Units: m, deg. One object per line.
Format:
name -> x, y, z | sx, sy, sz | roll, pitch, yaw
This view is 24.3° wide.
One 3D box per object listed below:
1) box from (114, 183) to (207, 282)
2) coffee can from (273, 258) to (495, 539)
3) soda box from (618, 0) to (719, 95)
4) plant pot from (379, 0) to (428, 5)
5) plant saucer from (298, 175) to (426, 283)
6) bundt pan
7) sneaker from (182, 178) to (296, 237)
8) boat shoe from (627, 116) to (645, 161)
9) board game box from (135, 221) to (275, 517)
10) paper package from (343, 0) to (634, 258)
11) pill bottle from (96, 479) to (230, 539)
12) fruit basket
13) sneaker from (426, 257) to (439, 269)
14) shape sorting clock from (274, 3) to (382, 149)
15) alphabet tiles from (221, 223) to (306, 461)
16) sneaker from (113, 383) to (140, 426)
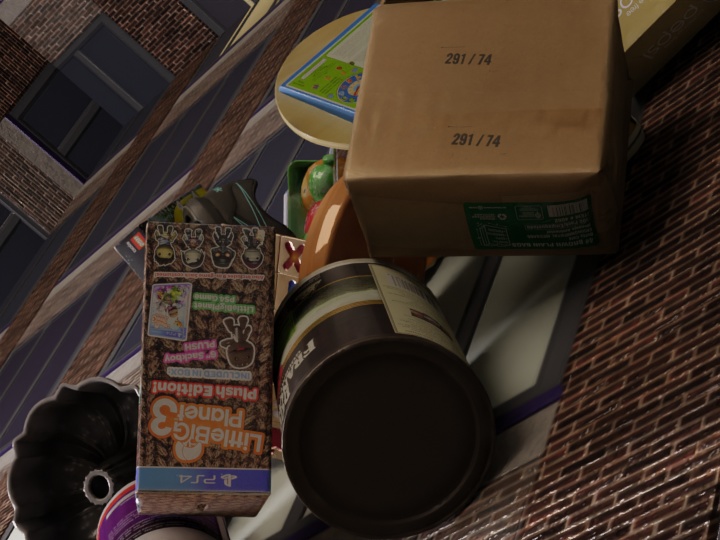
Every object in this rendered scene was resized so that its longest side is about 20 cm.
box -> -0.130, 0.022, 1.599 | 0.038, 0.200, 0.137 | -39, 2, 29
coffee can -> 0.009, 0.088, 1.220 | 0.146, 0.146, 0.200 | -47, 15, 7
soda box -> 0.261, -0.238, 1.385 | 0.200, 0.068, 0.064 | -46, 58, 27
plant pot -> 0.075, -0.213, 1.664 | 0.027, 0.200, 0.200 | 19, 66, 46
plant saucer -> 0.000, 0.000, 1.396 | 0.037, 0.201, 0.200 | 10, 50, 26
bundt pan -> -0.223, 0.197, 1.550 | 0.202, 0.202, 0.076 | -44, -16, 16
sneaker -> -0.081, 0.002, 1.543 | 0.079, 0.200, 0.075 | -32, -5, -22
boat shoe -> 0.182, -0.129, 1.422 | 0.075, 0.062, 0.200 | -50, 14, 4
board game box -> -0.119, 0.080, 1.274 | 0.159, 0.096, 0.201 | 118, 153, -75
paper package -> 0.100, -0.110, 1.277 | 0.199, 0.104, 0.191 | -1, 56, 17
pill bottle -> -0.155, 0.245, 1.355 | 0.113, 0.112, 0.200 | -48, 15, 1
fruit basket -> -0.033, -0.043, 1.600 | 0.200, 0.093, 0.186 | -2, -87, -88
sneaker -> 0.044, -0.054, 1.589 | 0.078, 0.077, 0.200 | -30, 26, 46
shape sorting clock -> 0.020, -0.176, 1.515 | 0.199, 0.039, 0.200 | -11, 41, 9
alphabet tiles -> -0.093, 0.064, 1.491 | 0.166, 0.201, 0.006 | 12, 12, 30
sneaker -> -0.214, 0.184, 1.627 | 0.200, 0.130, 0.079 | -54, 17, -15
